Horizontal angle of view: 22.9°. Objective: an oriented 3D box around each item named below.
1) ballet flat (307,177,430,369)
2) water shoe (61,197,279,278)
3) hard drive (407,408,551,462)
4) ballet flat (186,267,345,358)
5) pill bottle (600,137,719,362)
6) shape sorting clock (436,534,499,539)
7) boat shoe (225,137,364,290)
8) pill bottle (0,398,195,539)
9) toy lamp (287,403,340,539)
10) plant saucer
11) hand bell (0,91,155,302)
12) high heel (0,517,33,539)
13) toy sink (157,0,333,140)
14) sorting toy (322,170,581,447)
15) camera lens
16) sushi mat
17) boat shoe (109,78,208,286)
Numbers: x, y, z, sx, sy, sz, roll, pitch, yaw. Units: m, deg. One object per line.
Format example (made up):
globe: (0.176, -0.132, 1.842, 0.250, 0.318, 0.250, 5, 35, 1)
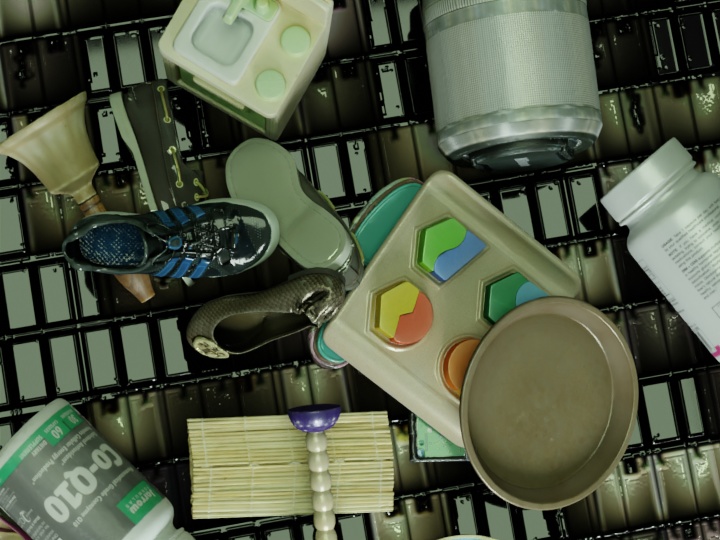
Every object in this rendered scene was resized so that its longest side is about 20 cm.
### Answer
ballet flat: (0.000, 0.000, 1.708, 0.069, 0.071, 0.202, 28, 85, -18)
water shoe: (-0.173, -0.020, 1.626, 0.198, 0.079, 0.072, -6, 101, 9)
hard drive: (0.112, 0.083, 1.722, 0.138, 0.038, 0.203, -2, 82, -4)
ballet flat: (-0.091, 0.048, 1.650, 0.067, 0.199, 0.047, 31, 51, -39)
pill bottle: (0.329, -0.021, 1.712, 0.113, 0.113, 0.201, -39, 87, -8)
shape sorting clock: (0.102, 0.352, 1.686, 0.197, 0.039, 0.203, 1, 82, -4)
boat shoe: (-0.063, -0.052, 1.687, 0.072, 0.060, 0.202, -42, 49, 1)
pill bottle: (-0.244, 0.225, 1.643, 0.200, 0.113, 0.113, 43, 82, 2)
toy lamp: (-0.034, 0.228, 1.674, 0.057, 0.058, 0.203, -4, 93, -4)
plant saucer: (0.174, 0.123, 1.675, 0.198, 0.029, 0.203, -2, 95, -28)
hand bell: (-0.254, -0.059, 1.706, 0.104, 0.104, 0.201, -33, 98, -7)
high heel: (-0.352, 0.250, 1.640, 0.199, 0.096, 0.068, 35, 82, 1)
toy sink: (-0.109, -0.211, 1.665, 0.130, 0.200, 0.113, 30, 81, 0)
sorting toy: (0.089, 0.037, 1.674, 0.185, 0.036, 0.201, 37, 82, -10)
camera lens: (0.143, -0.201, 1.699, 0.158, 0.160, 0.203, -6, 83, -4)
sushi mat: (-0.066, 0.186, 1.709, 0.197, 0.012, 0.097, -2, 83, -4)
boat shoe: (-0.180, -0.087, 1.708, 0.060, 0.072, 0.203, -21, 82, -2)
